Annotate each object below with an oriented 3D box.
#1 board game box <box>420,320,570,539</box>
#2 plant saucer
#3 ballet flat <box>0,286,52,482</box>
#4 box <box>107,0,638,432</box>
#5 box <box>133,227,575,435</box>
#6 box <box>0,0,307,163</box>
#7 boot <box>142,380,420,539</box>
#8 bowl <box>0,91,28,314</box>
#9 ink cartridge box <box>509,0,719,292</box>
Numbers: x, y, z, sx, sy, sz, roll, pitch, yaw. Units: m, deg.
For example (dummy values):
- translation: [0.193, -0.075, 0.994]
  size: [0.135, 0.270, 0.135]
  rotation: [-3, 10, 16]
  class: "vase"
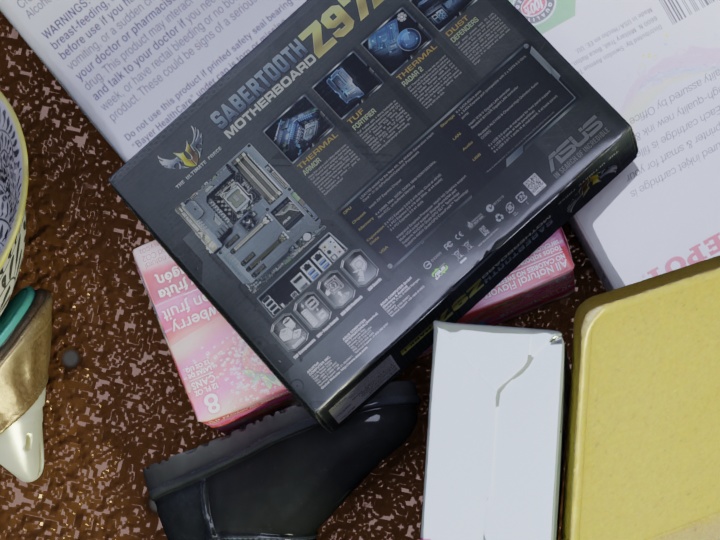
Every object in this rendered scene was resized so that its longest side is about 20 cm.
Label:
- translation: [0.064, 0.108, 1.250]
  size: [0.064, 0.200, 0.148]
  rotation: [4, 83, 6]
  class: "board game box"
- translation: [0.169, 0.067, 1.252]
  size: [0.199, 0.048, 0.201]
  rotation: [-17, 125, -26]
  class: "plant saucer"
- translation: [-0.208, 0.100, 1.350]
  size: [0.072, 0.068, 0.200]
  rotation: [43, 89, -12]
  class: "ballet flat"
- translation: [0.006, -0.049, 1.246]
  size: [0.200, 0.051, 0.158]
  rotation: [-42, 73, -3]
  class: "box"
- translation: [0.000, 0.000, 1.319]
  size: [0.199, 0.103, 0.095]
  rotation: [-22, 82, 1]
  class: "box"
- translation: [-0.100, -0.175, 1.347]
  size: [0.184, 0.105, 0.200]
  rotation: [-39, 82, 0]
  class: "box"
- translation: [-0.012, 0.170, 1.299]
  size: [0.164, 0.066, 0.201]
  rotation: [-24, 77, 34]
  class: "boot"
- translation: [-0.244, -0.005, 1.331]
  size: [0.200, 0.094, 0.202]
  rotation: [-8, 58, 13]
  class: "bowl"
- translation: [0.155, -0.082, 1.323]
  size: [0.145, 0.088, 0.201]
  rotation: [-29, 80, 1]
  class: "ink cartridge box"
